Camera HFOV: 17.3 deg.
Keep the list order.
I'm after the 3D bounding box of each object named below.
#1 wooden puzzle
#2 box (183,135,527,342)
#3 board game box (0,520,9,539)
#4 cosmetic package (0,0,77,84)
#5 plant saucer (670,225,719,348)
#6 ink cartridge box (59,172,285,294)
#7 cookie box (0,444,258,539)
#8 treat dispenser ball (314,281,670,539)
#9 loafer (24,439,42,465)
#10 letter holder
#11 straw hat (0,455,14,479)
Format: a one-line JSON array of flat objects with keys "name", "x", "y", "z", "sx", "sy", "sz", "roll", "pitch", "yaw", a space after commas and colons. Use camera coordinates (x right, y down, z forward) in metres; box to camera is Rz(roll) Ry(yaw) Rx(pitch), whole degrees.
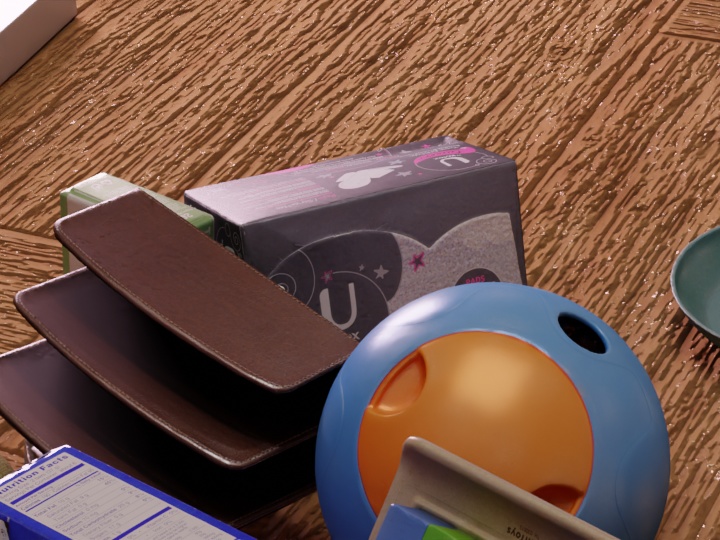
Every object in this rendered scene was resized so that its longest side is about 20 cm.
[{"name": "wooden puzzle", "x": 0.050, "y": 0.205, "z": 1.176, "sx": 0.185, "sy": 0.201, "sz": 0.046, "roll": 25, "pitch": 7, "yaw": 37}, {"name": "box", "x": 0.000, "y": 0.000, "z": 1.563, "sx": 0.199, "sy": 0.133, "sz": 0.115, "roll": -13, "pitch": 17, "yaw": -20}, {"name": "board game box", "x": -0.251, "y": 0.220, "z": 1.167, "sx": 0.199, "sy": 0.135, "sz": 0.034, "roll": -22, "pitch": -16, "yaw": 9}, {"name": "cosmetic package", "x": -0.356, "y": -0.212, "z": 2.049, "sx": 0.150, "sy": 0.052, "sz": 0.200, "roll": 11, "pitch": 33, "yaw": 16}, {"name": "plant saucer", "x": 0.311, "y": 0.023, "z": 1.616, "sx": 0.198, "sy": 0.036, "sz": 0.200, "roll": -2, "pitch": 30, "yaw": 1}, {"name": "ink cartridge box", "x": -0.110, "y": 0.036, "z": 1.516, "sx": 0.199, "sy": 0.147, "sz": 0.048, "roll": 21, "pitch": 32, "yaw": 34}, {"name": "cookie box", "x": -0.107, "y": 0.208, "z": 1.204, "sx": 0.199, "sy": 0.172, "sz": 0.075, "roll": 21, "pitch": 31, "yaw": 35}, {"name": "treat dispenser ball", "x": 0.074, "y": 0.108, "z": 1.328, "sx": 0.199, "sy": 0.202, "sz": 0.201, "roll": -2, "pitch": 30, "yaw": 1}, {"name": "loafer", "x": -0.151, "y": 0.130, "z": 1.443, "sx": 0.071, "sy": 0.063, "sz": 0.200, "roll": -18, "pitch": 34, "yaw": -24}, {"name": "letter holder", "x": -0.121, "y": 0.057, "z": 1.398, "sx": 0.200, "sy": 0.101, "sz": 0.142, "roll": 34, "pitch": 37, "yaw": 29}, {"name": "straw hat", "x": -0.246, "y": 0.141, "z": 1.401, "sx": 0.085, "sy": 0.202, "sz": 0.201, "roll": 29, "pitch": 8, "yaw": -39}]
